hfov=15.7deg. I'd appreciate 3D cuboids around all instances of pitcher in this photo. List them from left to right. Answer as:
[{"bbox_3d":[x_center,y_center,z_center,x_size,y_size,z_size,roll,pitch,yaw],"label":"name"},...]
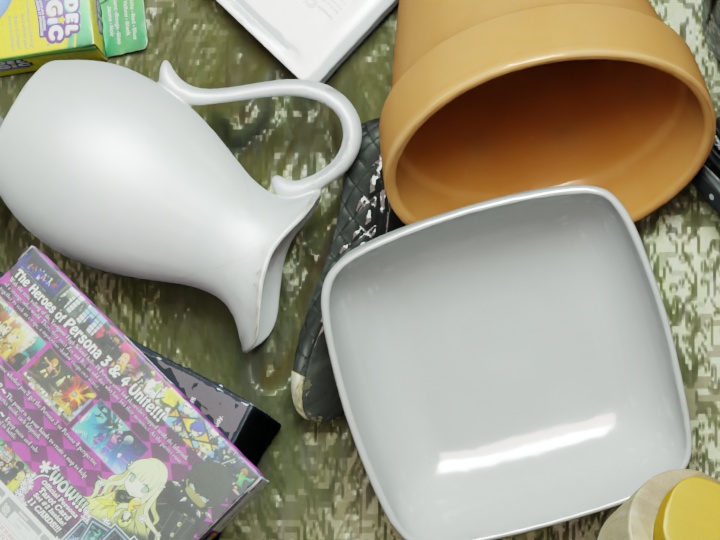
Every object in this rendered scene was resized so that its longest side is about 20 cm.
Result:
[{"bbox_3d":[-0.114,-0.068,1.622,0.200,0.121,0.172,29,91,4],"label":"pitcher"}]

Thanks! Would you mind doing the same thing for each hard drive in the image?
[{"bbox_3d":[-0.009,-0.232,1.674,0.132,0.025,0.200,44,93,9],"label":"hard drive"}]

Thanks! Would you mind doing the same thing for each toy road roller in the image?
[{"bbox_3d":[0.251,0.147,1.533,0.199,0.123,0.146,20,69,-3],"label":"toy road roller"}]

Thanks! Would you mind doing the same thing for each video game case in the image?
[{"bbox_3d":[-0.185,0.118,1.533,0.200,0.036,0.181,43,87,12],"label":"video game case"}]

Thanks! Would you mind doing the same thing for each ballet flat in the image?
[{"bbox_3d":[0.000,0.000,1.637,0.057,0.066,0.201,9,77,49],"label":"ballet flat"}]

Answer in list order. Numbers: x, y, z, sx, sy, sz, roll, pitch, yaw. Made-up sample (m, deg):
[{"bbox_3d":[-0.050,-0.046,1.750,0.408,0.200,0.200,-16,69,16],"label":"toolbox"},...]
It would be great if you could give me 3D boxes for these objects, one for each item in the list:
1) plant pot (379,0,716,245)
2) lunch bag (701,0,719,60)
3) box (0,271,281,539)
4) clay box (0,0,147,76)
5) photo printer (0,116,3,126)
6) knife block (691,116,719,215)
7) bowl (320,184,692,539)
[{"bbox_3d":[0.102,-0.122,1.575,0.199,0.200,0.140,-13,58,5],"label":"plant pot"},{"bbox_3d":[0.286,-0.173,1.550,0.167,0.200,0.140,0,79,6],"label":"lunch bag"},{"bbox_3d":[-0.174,0.107,1.606,0.200,0.104,0.148,28,85,12],"label":"box"},{"bbox_3d":[-0.243,-0.185,1.696,0.199,0.048,0.115,-9,79,6],"label":"clay box"},{"bbox_3d":[-0.280,-0.044,1.598,0.069,0.200,0.167,8,80,9],"label":"photo printer"},{"bbox_3d":[0.270,-0.012,1.549,0.175,0.064,0.200,15,49,-1],"label":"knife block"},{"bbox_3d":[0.087,0.051,1.575,0.199,0.075,0.201,-16,103,5],"label":"bowl"}]
